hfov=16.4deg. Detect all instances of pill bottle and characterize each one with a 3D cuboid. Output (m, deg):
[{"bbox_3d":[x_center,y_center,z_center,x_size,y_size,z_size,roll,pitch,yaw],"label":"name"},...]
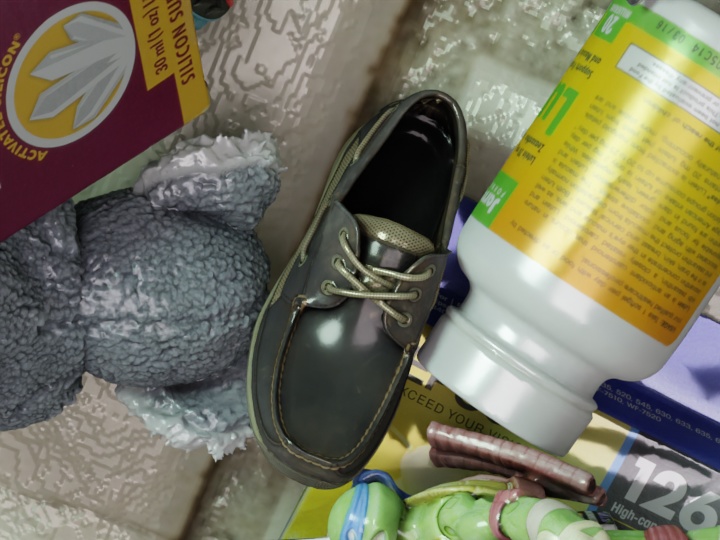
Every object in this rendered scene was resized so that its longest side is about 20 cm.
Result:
[{"bbox_3d":[0.113,-0.021,1.121,0.111,0.111,0.200,33,94,-5],"label":"pill bottle"}]

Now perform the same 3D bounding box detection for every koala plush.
[{"bbox_3d":[-0.132,0.010,1.140,0.200,0.184,0.178,3,105,-9],"label":"koala plush"}]

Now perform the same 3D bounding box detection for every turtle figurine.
[{"bbox_3d":[0.082,0.159,1.060,0.194,0.200,0.144,7,108,-10],"label":"turtle figurine"}]

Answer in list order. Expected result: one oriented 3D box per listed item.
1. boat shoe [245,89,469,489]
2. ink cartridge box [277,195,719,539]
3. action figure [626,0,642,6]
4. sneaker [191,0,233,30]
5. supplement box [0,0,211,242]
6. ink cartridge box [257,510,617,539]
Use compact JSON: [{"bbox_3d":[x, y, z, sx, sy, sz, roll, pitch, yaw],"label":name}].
[{"bbox_3d":[0.000,0.000,1.114,0.074,0.073,0.200,17,59,-4],"label":"boat shoe"},{"bbox_3d":[0.087,0.096,1.202,0.197,0.047,0.200,26,106,-3],"label":"ink cartridge box"},{"bbox_3d":[0.112,-0.209,1.047,0.104,0.200,0.194,-11,97,9],"label":"action figure"},{"bbox_3d":[-0.151,-0.173,1.125,0.095,0.079,0.200,-29,108,34],"label":"sneaker"},{"bbox_3d":[-0.173,-0.087,1.015,0.200,0.103,0.131,-36,142,-24],"label":"supplement box"},{"bbox_3d":[0.020,0.171,1.165,0.200,0.050,0.109,-2,94,0],"label":"ink cartridge box"}]
